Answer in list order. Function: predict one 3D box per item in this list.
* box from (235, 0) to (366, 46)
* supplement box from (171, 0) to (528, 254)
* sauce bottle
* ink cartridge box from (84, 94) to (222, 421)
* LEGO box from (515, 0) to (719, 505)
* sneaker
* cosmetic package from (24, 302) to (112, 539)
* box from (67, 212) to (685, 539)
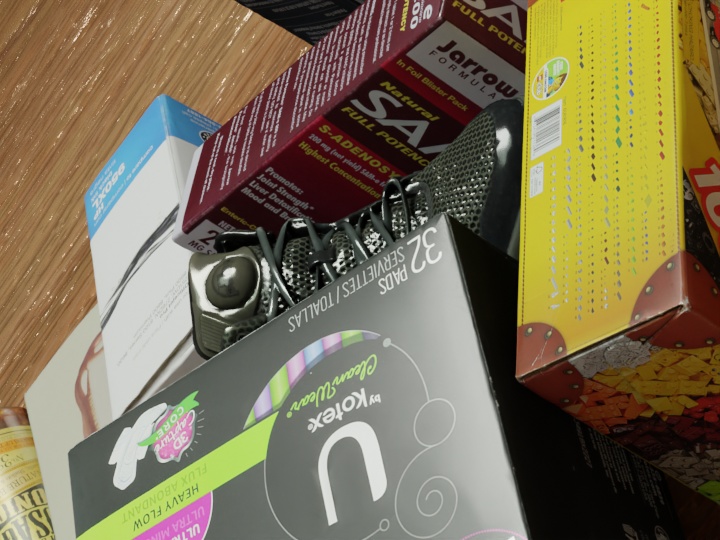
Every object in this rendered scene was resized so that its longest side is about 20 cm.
[{"bbox_3d":[0.046,-0.196,0.930,0.200,0.196,0.124,-65,20,-8],"label":"box"},{"bbox_3d":[0.017,-0.053,0.826,0.200,0.109,0.061,-37,32,42],"label":"supplement box"},{"bbox_3d":[-0.171,0.170,1.036,0.066,0.066,0.200,-46,62,24],"label":"sauce bottle"},{"bbox_3d":[-0.058,0.018,0.972,0.084,0.144,0.200,-49,32,22],"label":"ink cartridge box"},{"bbox_3d":[0.137,-0.023,0.705,0.077,0.149,0.200,-28,43,38],"label":"LEGO box"},{"bbox_3d":[0.000,0.000,0.766,0.200,0.114,0.076,-53,31,40],"label":"sneaker"},{"bbox_3d":[-0.109,0.114,1.013,0.087,0.103,0.200,-51,33,14],"label":"cosmetic package"},{"bbox_3d":[0.004,0.103,0.707,0.200,0.124,0.149,-32,50,25],"label":"box"}]
